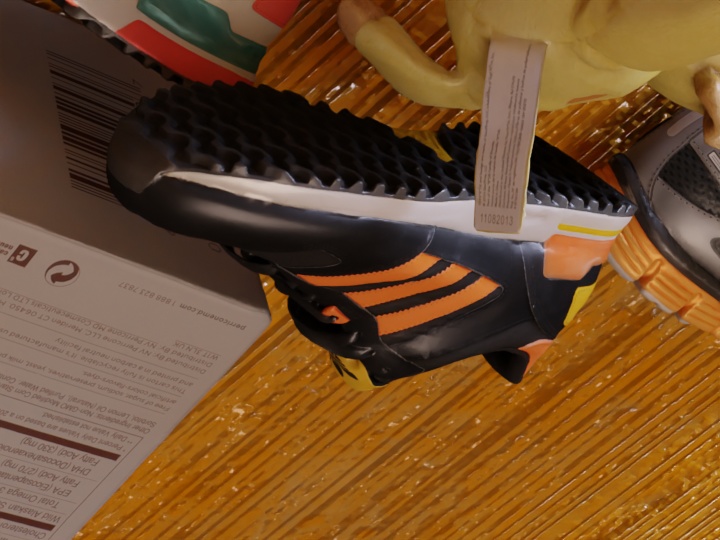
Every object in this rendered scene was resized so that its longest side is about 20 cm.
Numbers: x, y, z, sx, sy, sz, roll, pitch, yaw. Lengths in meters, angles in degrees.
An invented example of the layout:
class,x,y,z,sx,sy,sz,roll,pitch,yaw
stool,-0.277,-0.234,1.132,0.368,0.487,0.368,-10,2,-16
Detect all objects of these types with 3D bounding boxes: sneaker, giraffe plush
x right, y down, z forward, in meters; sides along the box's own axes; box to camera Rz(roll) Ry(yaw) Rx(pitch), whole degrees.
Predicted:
class,x,y,z,sx,sy,sz,roll,pitch,yaw
sneaker,-0.090,-0.135,0.761,0.199,0.070,0.094,33,93,-29
sneaker,0.000,0.000,0.792,0.199,0.070,0.091,4,116,-41
sneaker,0.170,0.000,0.956,0.199,0.078,0.077,30,112,-39
giraffe plush,0.108,-0.104,0.783,0.162,0.172,0.201,4,108,-52

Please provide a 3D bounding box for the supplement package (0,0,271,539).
class,x,y,z,sx,sy,sz,roll,pitch,yaw
supplement package,-0.140,0.021,0.857,0.117,0.117,0.200,20,127,-35
